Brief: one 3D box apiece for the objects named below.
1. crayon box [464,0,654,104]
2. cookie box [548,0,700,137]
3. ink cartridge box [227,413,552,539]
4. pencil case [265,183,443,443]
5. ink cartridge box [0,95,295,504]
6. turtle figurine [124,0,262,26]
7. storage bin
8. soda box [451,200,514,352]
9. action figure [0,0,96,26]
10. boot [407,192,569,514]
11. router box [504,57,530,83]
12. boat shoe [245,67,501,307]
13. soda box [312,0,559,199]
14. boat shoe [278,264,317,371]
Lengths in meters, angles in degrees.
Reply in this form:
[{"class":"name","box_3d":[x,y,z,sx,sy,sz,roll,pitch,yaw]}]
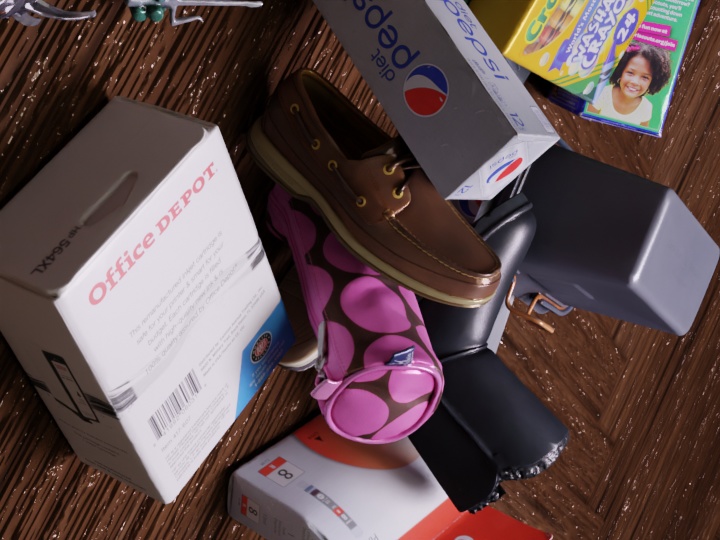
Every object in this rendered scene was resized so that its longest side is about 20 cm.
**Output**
[{"class":"crayon box","box_3d":[0.143,-0.202,1.047,0.200,0.052,0.126,12,110,-57]},{"class":"cookie box","box_3d":[0.231,-0.226,1.246,0.171,0.075,0.201,-100,-157,-78]},{"class":"ink cartridge box","box_3d":[0.025,0.177,1.109,0.162,0.200,0.050,-29,133,-48]},{"class":"pencil case","box_3d":[-0.010,0.014,0.984,0.093,0.200,0.091,7,132,-27]},{"class":"ink cartridge box","box_3d":[-0.131,0.019,0.884,0.146,0.084,0.200,-51,145,-29]},{"class":"turtle figurine","box_3d":[-0.101,-0.200,0.799,0.200,0.101,0.150,-23,167,-49]},{"class":"storage bin","box_3d":[0.192,-0.014,1.175,0.200,0.134,0.146,33,80,-57]},{"class":"soda box","box_3d":[0.101,-0.022,1.233,0.068,0.063,0.200,13,96,-60]},{"class":"action figure","box_3d":[-0.194,-0.169,0.653,0.102,0.119,0.200,-61,140,-34]},{"class":"boot","box_3d":[0.099,0.064,1.090,0.200,0.168,0.076,-45,175,14]},{"class":"router box","box_3d":[0.118,-0.264,1.112,0.200,0.062,0.150,-59,142,-13]},{"class":"boat shoe","box_3d":[0.013,-0.054,0.950,0.072,0.200,0.068,-29,155,-53]},{"class":"soda box","box_3d":[0.039,-0.143,0.952,0.068,0.200,0.063,-42,160,27]},{"class":"boat shoe","box_3d":[0.000,0.000,1.096,0.200,0.072,0.065,-58,147,-24]}]
